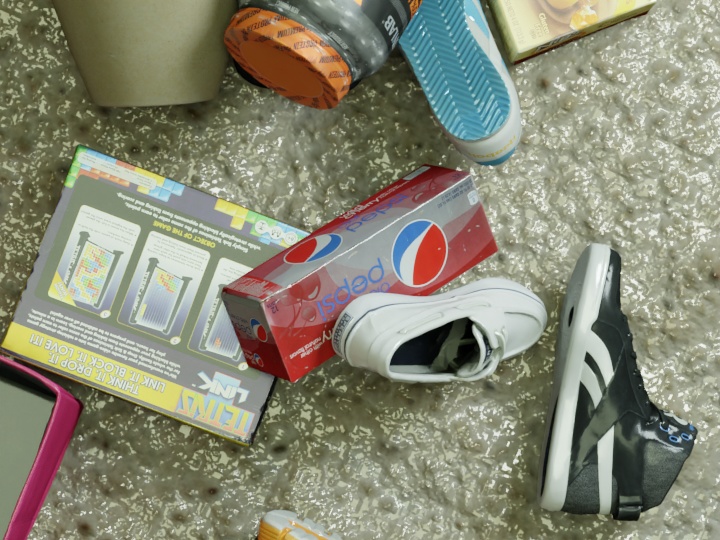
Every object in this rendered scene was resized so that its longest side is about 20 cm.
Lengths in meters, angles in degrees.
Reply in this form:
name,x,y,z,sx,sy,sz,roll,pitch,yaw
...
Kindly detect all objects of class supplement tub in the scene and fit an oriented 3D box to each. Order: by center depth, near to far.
name,x,y,z,sx,sy,sz,roll,pitch,yaw
supplement tub,-0.008,-0.223,1.714,0.122,0.123,0.200,31,74,0

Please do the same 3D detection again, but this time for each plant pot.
name,x,y,z,sx,sy,sz,roll,pitch,yaw
plant pot,-0.154,-0.223,1.738,0.187,0.187,0.201,-4,99,-3

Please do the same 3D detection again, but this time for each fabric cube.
name,x,y,z,sx,sy,sz,roll,pitch,yaw
fabric cube,-0.322,0.141,1.675,0.196,0.199,0.201,22,85,0

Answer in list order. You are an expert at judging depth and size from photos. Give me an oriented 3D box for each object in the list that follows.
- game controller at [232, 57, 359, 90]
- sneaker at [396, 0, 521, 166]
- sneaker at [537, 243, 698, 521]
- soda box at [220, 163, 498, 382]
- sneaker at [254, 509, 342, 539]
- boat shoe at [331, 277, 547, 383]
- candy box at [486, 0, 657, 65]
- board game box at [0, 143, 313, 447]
name,x,y,z,sx,sy,sz,roll,pitch,yaw
game controller,-0.038,-0.235,1.806,0.104,0.042,0.201,5,84,12
sneaker,0.064,-0.169,1.784,0.076,0.081,0.201,-20,65,6
sneaker,0.200,0.086,1.772,0.111,0.073,0.201,9,93,-5
soda box,0.000,0.000,1.728,0.200,0.063,0.070,-31,115,-25
sneaker,0.003,0.252,1.748,0.200,0.078,0.077,29,98,4
boat shoe,0.070,0.053,1.719,0.200,0.065,0.074,-8,122,-41
candy box,0.134,-0.271,1.803,0.115,0.055,0.201,-20,86,-4
board game box,-0.144,0.019,1.765,0.199,0.057,0.166,21,86,-1
